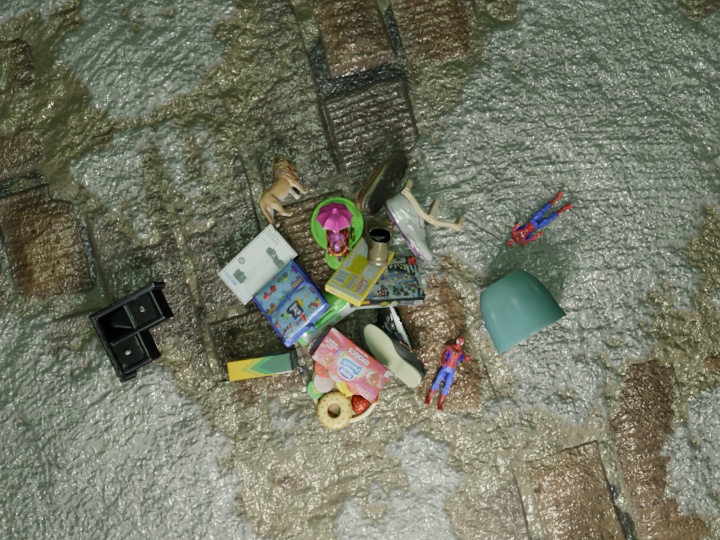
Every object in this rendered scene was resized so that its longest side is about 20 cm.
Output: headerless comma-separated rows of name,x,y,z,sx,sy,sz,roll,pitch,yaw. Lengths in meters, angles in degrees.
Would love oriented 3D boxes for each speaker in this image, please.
speaker,-0.095,0.113,1.683,0.199,0.088,0.089,-36,88,1

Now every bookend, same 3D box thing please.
bookend,-0.590,0.165,1.697,0.197,0.092,0.202,-26,89,1

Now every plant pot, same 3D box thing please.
plant pot,0.402,0.097,1.617,0.199,0.201,0.162,-30,77,1

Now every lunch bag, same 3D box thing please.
lunch bag,-0.168,0.096,1.632,0.150,0.094,0.200,-44,47,2

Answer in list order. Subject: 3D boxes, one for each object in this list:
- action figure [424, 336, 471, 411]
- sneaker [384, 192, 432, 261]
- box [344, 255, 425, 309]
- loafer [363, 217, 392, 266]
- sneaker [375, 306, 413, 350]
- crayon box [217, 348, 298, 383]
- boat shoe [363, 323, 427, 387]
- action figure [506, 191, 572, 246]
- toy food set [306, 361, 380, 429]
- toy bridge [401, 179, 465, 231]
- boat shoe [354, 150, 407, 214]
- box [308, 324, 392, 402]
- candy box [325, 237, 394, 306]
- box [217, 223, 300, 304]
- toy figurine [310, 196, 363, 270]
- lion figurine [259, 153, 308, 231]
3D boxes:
action figure,0.234,0.272,1.658,0.064,0.099,0.203,22,88,1
sneaker,0.149,-0.122,1.683,0.099,0.075,0.202,-32,89,-2
box,0.060,0.030,1.646,0.197,0.040,0.138,-4,52,-11
loafer,0.050,-0.087,1.633,0.075,0.201,0.068,8,123,-11
sneaker,0.066,0.138,1.685,0.087,0.076,0.202,-23,89,7
crayon box,-0.272,0.252,1.667,0.197,0.126,0.052,-10,88,2
boat shoe,0.090,0.214,1.638,0.201,0.063,0.074,44,125,9
action figure,0.473,-0.130,1.663,0.199,0.099,0.066,-39,87,4
toy food set,-0.044,0.315,1.696,0.197,0.049,0.201,-22,88,2
toy bridge,0.193,-0.160,1.669,0.199,0.027,0.068,33,59,-12
boat shoe,0.049,-0.242,1.686,0.073,0.076,0.201,20,67,43
box,-0.028,0.237,1.613,0.199,0.100,0.096,38,84,-7
candy box,0.000,0.000,1.616,0.101,0.027,0.201,26,50,13
box,-0.275,-0.017,1.704,0.200,0.060,0.117,-42,88,1
toy figurine,-0.066,-0.101,1.636,0.147,0.184,0.204,-3,90,2
lion figurine,-0.219,-0.212,1.672,0.122,0.072,0.201,43,53,-22
